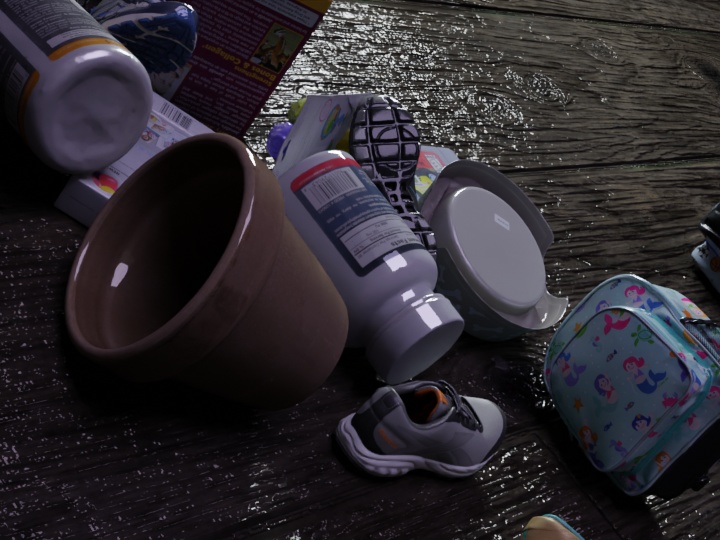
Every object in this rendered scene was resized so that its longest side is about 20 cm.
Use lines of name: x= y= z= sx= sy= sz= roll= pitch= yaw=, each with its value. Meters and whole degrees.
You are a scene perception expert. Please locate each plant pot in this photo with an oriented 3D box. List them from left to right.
plant pot: x=-0.102 y=0.022 z=1.123 sx=0.174 sy=0.200 sz=0.201 roll=39 pitch=24 yaw=-36

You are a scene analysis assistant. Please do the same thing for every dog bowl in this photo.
dog bowl: x=0.130 y=-0.016 z=1.507 sx=0.199 sy=0.059 sz=0.201 roll=29 pitch=43 yaw=-31

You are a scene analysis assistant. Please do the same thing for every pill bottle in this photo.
pill bottle: x=-0.270 y=-0.177 z=1.221 sx=0.116 sy=0.117 sz=0.200 roll=5 pitch=29 yaw=-45
pill bottle: x=0.000 y=0.000 z=1.313 sx=0.119 sy=0.120 sz=0.200 roll=-8 pitch=54 yaw=-53

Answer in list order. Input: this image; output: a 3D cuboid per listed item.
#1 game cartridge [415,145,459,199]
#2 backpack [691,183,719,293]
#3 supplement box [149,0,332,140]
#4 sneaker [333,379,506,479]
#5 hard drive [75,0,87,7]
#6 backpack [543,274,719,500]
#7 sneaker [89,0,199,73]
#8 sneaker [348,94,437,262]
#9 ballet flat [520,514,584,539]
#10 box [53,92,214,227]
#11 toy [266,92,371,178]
game cartridge: x=0.075 y=-0.083 z=1.602 sx=0.199 sy=0.041 sz=0.134 roll=-2 pitch=53 yaw=-50
backpack: x=0.562 y=-0.020 z=1.960 sx=0.190 sy=0.154 sz=0.201 roll=-11 pitch=62 yaw=-44
supplement box: x=-0.134 y=-0.237 z=1.400 sx=0.130 sy=0.200 sz=0.104 roll=22 pitch=33 yaw=-28
sneaker: x=0.069 y=0.133 z=1.252 sx=0.199 sy=0.079 sz=0.074 roll=2 pitch=44 yaw=-50
hard drive: x=-0.339 y=-0.293 z=1.316 sx=0.199 sy=0.140 sz=0.038 roll=33 pitch=66 yaw=-13
backpack: x=0.276 y=0.107 z=1.429 sx=0.150 sy=0.178 sz=0.201 roll=18 pitch=31 yaw=-42
sneaker: x=-0.206 y=-0.227 z=1.304 sx=0.077 sy=0.199 sz=0.086 roll=27 pitch=72 yaw=-34
sneaker: x=0.022 y=-0.074 z=1.426 sx=0.075 sy=0.079 sz=0.202 roll=-4 pitch=74 yaw=-17
ballet flat: x=0.214 y=0.290 z=1.237 sx=0.199 sy=0.069 sz=0.063 roll=36 pitch=57 yaw=-2
box: x=-0.173 y=-0.077 z=1.300 sx=0.155 sy=0.041 sz=0.200 roll=33 pitch=29 yaw=-12
toy: x=-0.055 y=-0.128 z=1.403 sx=0.047 sy=0.116 sz=0.200 roll=30 pitch=15 yaw=15
